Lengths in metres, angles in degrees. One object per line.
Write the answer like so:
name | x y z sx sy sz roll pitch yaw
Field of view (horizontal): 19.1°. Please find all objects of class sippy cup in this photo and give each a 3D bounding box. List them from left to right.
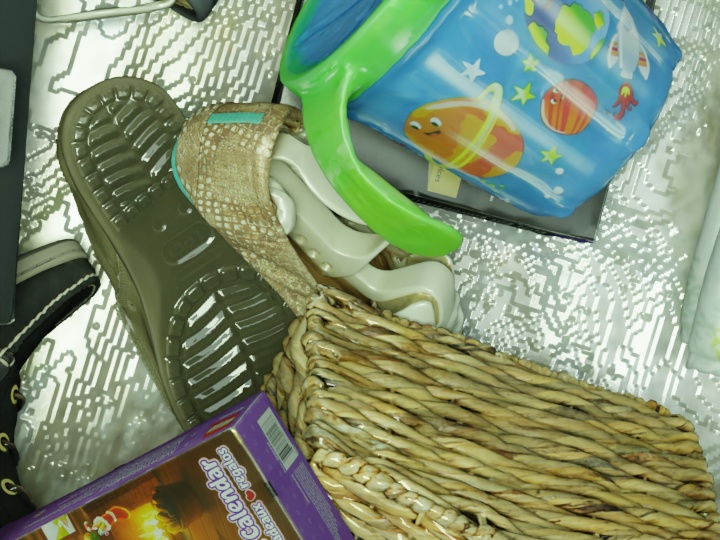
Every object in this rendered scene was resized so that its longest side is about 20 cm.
sippy cup | 0.057 -0.095 0.887 0.130 0.140 0.178 35 98 -18

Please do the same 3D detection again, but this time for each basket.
basket | 0.038 0.126 0.905 0.199 0.143 0.150 20 120 -16

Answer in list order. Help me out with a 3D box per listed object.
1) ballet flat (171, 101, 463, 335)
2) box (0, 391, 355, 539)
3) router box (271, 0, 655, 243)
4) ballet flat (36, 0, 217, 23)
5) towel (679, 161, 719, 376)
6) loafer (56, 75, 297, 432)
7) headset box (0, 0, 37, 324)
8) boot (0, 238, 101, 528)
ballet flat | 0.000 0.000 0.930 0.200 0.065 0.071 43 52 -32
box | -0.045 0.164 0.832 0.136 0.039 0.201 -28 99 24
router box | 0.052 -0.128 0.971 0.156 0.052 0.202 15 91 -6
ballet flat | -0.152 -0.146 0.945 0.198 0.073 0.074 9 92 -8
towel | 0.248 -0.032 0.974 0.170 0.048 0.202 11 105 -10
loafer | -0.077 0.000 0.961 0.076 0.067 0.201 -25 110 -11
headset box | -0.230 -0.071 0.881 0.199 0.093 0.176 5 93 28
boot | -0.153 0.094 0.919 0.151 0.073 0.200 45 59 6
